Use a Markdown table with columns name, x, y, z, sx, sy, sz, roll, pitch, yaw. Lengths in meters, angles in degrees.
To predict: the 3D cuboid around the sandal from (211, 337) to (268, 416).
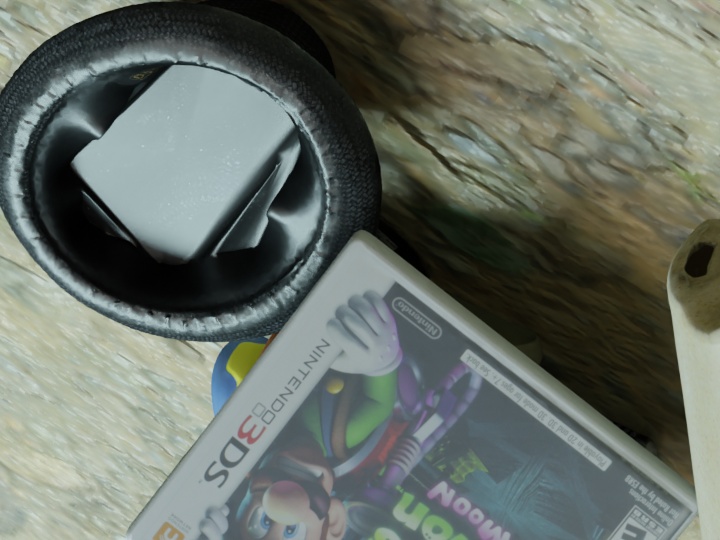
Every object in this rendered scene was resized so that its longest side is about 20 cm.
| name | x | y | z | sx | sy | sz | roll | pitch | yaw |
| --- | --- | --- | --- | --- | --- | --- | --- | --- | --- |
| sandal | -0.054 | 0.111 | 1.595 | 0.087 | 0.080 | 0.201 | 18 | 142 | 29 |

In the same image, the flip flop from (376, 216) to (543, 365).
| name | x | y | z | sx | sy | sz | roll | pitch | yaw |
| --- | --- | --- | --- | --- | --- | --- | --- | --- | --- |
| flip flop | 0.000 | 0.000 | 1.421 | 0.199 | 0.081 | 0.058 | 22 | 116 | 24 |

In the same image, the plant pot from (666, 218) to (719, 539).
| name | x | y | z | sx | sy | sz | roll | pitch | yaw |
| --- | --- | --- | --- | --- | --- | --- | --- | --- | --- |
| plant pot | 0.215 | 0.063 | 1.233 | 0.200 | 0.200 | 0.184 | 3 | 124 | 37 |

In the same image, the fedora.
| name | x | y | z | sx | sy | sz | roll | pitch | yaw |
| --- | --- | --- | --- | --- | --- | --- | --- | --- | --- |
| fedora | -0.073 | -0.061 | 1.369 | 0.199 | 0.092 | 0.201 | 11 | 130 | 13 |

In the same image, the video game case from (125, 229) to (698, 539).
| name | x | y | z | sx | sy | sz | roll | pitch | yaw |
| --- | --- | --- | --- | --- | --- | --- | --- | --- | --- |
| video game case | 0.023 | 0.113 | 1.331 | 0.200 | 0.023 | 0.182 | 38 | 101 | -2 |

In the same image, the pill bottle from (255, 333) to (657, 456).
| name | x | y | z | sx | sy | sz | roll | pitch | yaw |
| --- | --- | --- | --- | --- | --- | --- | --- | --- | --- |
| pill bottle | 0.039 | 0.092 | 1.464 | 0.199 | 0.106 | 0.106 | 25 | 145 | 13 |
